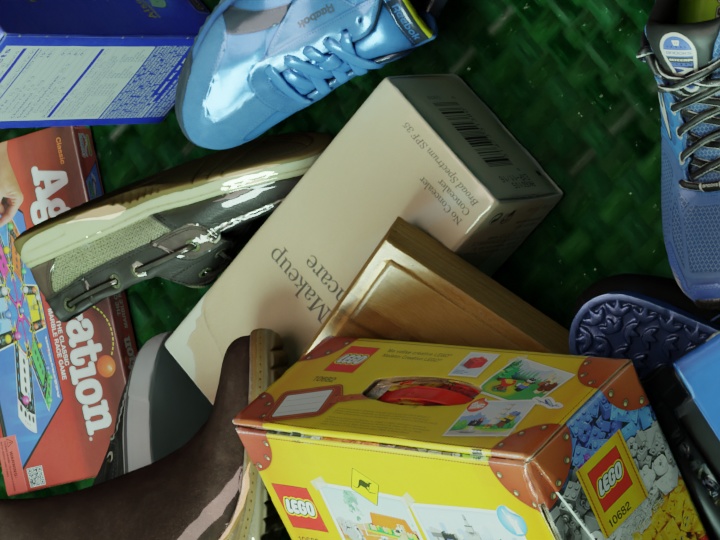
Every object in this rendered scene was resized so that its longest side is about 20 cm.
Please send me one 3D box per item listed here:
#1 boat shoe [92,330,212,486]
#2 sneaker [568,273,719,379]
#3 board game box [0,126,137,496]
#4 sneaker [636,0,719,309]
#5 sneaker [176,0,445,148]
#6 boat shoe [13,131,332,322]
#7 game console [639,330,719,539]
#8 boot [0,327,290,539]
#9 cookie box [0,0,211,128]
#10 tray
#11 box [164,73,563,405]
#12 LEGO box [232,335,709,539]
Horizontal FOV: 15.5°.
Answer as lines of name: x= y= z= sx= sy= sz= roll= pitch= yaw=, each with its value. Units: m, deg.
boat shoe: x=-0.119 y=0.124 z=1.422 sx=0.057 sy=0.069 sz=0.200 roll=-17 pitch=53 yaw=26
sneaker: x=0.196 y=0.055 z=1.269 sx=0.200 sy=0.078 sz=0.070 roll=28 pitch=108 yaw=4
board game box: x=-0.180 y=0.022 z=1.523 sx=0.103 sy=0.019 sz=0.200 roll=-15 pitch=86 yaw=31
sneaker: x=0.161 y=-0.081 z=1.240 sx=0.079 sy=0.089 sz=0.200 roll=-7 pitch=76 yaw=33
sneaker: x=-0.014 y=-0.125 z=1.351 sx=0.200 sy=0.066 sz=0.078 roll=-43 pitch=48 yaw=14
boat shoe: x=-0.093 y=-0.023 z=1.442 sx=0.200 sy=0.073 sz=0.065 roll=-16 pitch=102 yaw=29
game console: x=0.196 y=0.104 z=1.231 sx=0.200 sy=0.118 sz=0.171 roll=57 pitch=153 yaw=-14
boot: x=-0.122 y=0.121 z=1.331 sx=0.166 sy=0.072 sz=0.200 roll=5 pitch=81 yaw=12
cookie box: x=-0.194 y=-0.157 z=1.410 sx=0.171 sy=0.200 sz=0.075 roll=49 pitch=116 yaw=20
tray: x=0.072 y=0.071 z=1.310 sx=0.200 sy=0.037 sz=0.099 roll=34 pitch=115 yaw=-1
box: x=0.000 y=0.000 z=1.374 sx=0.095 sy=0.078 sz=0.200 roll=48 pitch=115 yaw=18
LEGO box: x=0.056 y=0.115 z=1.219 sx=0.200 sy=0.077 sz=0.149 roll=4 pitch=126 yaw=48
